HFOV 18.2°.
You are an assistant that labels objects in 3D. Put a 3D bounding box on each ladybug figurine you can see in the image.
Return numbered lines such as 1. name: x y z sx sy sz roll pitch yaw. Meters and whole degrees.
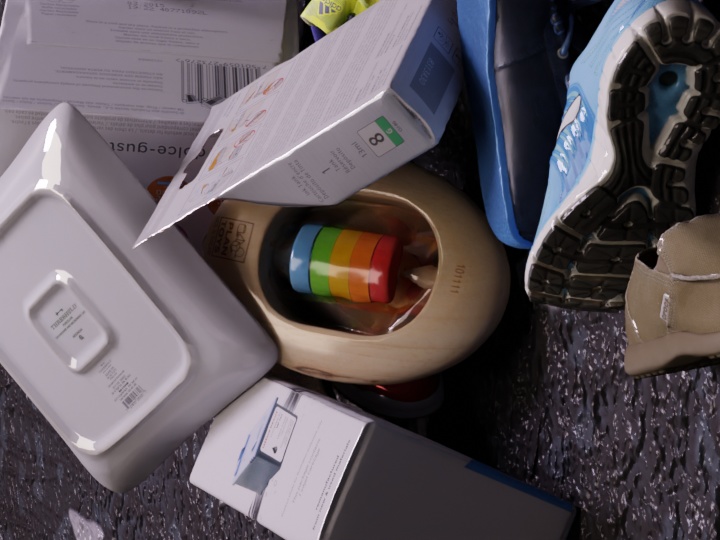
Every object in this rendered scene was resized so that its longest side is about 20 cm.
1. ladybug figurine: 0.000 0.000 1.332 0.200 0.072 0.136 13 87 24

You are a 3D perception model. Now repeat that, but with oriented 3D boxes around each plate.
1. plate: -0.168 0.027 1.369 0.200 0.032 0.200 50 132 1

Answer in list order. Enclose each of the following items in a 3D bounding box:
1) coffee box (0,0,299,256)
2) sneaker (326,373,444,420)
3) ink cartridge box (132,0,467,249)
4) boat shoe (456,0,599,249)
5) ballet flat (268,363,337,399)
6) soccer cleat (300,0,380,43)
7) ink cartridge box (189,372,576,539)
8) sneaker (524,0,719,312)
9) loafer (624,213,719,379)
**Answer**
1. coffee box: -0.147 -0.068 1.504 0.200 0.199 0.198 -95 11 -55
2. sneaker: 0.004 -0.002 1.407 0.200 0.071 0.113 -121 32 -49
3. ink cartridge box: -0.024 -0.083 1.276 0.200 0.050 0.161 -32 20 33
4. boat shoe: 0.092 -0.114 1.199 0.084 0.068 0.201 -137 41 -74
5. ballet flat: -0.037 0.123 1.448 0.068 0.067 0.200 -2 115 62
6. soccer cleat: 0.008 -0.173 1.348 0.065 0.083 0.201 -132 43 -55
7. ink cartridge box: 0.008 0.130 1.312 0.200 0.146 0.086 12 79 65
8. sneaker: 0.134 -0.063 1.130 0.090 0.078 0.200 -96 20 -51
9. loafer: 0.171 0.005 1.028 0.200 0.076 0.068 -28 75 64
